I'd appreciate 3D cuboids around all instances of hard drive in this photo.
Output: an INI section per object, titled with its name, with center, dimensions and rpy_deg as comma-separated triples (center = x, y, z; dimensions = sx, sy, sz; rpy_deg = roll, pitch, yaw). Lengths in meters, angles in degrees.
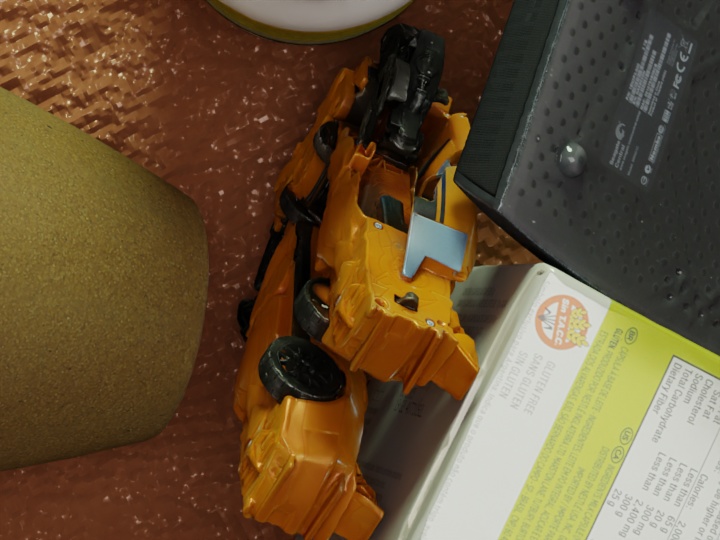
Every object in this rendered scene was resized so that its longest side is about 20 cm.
[hard drive]
center = 0.116, -0.043, 0.918
dimensions = 0.200, 0.042, 0.136
rpy_deg = 27, 78, -43

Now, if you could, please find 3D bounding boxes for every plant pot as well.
[plant pot]
center = -0.162, -0.001, 0.929
dimensions = 0.199, 0.186, 0.187
rpy_deg = 9, 89, -23

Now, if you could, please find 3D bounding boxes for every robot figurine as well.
[robot figurine]
center = 0.000, 0.000, 0.929
dimensions = 0.058, 0.200, 0.145
rpy_deg = 25, 121, -13

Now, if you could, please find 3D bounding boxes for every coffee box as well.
[coffee box]
center = 0.085, 0.129, 0.942
dimensions = 0.197, 0.200, 0.201
rpy_deg = 26, 86, -9

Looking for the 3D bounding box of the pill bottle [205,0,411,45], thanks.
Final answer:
[pill bottle]
center = -0.017, -0.139, 0.919
dimensions = 0.114, 0.200, 0.115
rpy_deg = 0, 93, -2
